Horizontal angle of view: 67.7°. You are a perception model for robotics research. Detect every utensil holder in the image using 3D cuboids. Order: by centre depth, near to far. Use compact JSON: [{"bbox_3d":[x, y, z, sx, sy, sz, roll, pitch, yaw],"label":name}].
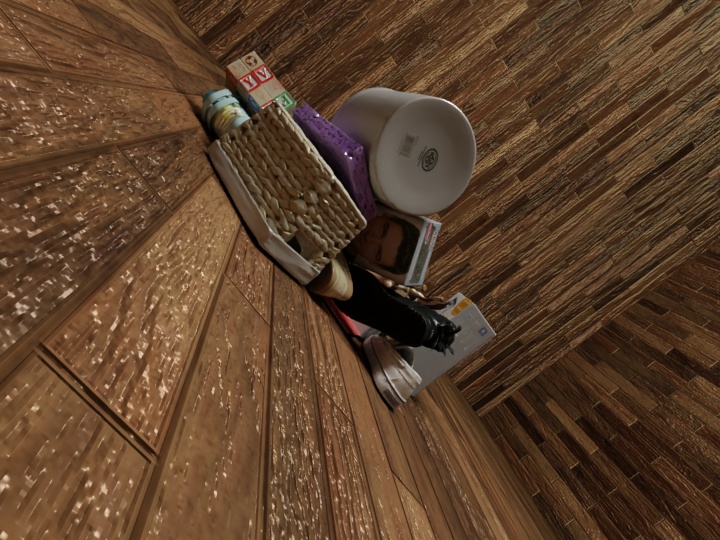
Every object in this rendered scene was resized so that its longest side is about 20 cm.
[{"bbox_3d":[0.058,-0.181,0.805,0.171,0.169,0.200,52,-4,-28],"label":"utensil holder"}]

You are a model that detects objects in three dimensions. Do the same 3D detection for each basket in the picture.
[{"bbox_3d":[-0.096,-0.108,0.723,0.201,0.123,0.136,56,4,33],"label":"basket"}]

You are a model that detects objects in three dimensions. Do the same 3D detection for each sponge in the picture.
[{"bbox_3d":[-0.039,-0.162,0.791,0.200,0.030,0.113,49,-18,47],"label":"sponge"}]

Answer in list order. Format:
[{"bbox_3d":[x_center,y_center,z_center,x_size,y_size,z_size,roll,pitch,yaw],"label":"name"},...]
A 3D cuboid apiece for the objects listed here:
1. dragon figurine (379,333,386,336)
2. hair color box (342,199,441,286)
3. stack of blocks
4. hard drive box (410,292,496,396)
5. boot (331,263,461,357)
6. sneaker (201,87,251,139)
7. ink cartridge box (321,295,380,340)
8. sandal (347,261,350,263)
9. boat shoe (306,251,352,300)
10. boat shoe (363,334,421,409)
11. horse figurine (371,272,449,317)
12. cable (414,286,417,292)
[{"bbox_3d":[0.022,0.078,1.085,0.100,0.059,0.200,55,2,28],"label":"dragon figurine"},{"bbox_3d":[0.017,-0.058,0.838,0.198,0.101,0.060,24,13,32],"label":"hair color box"},{"bbox_3d":[-0.188,-0.276,0.966,0.116,0.058,0.200,50,-23,2],"label":"stack of blocks"},{"bbox_3d":[0.153,0.142,1.071,0.077,0.199,0.156,52,2,-4],"label":"hard drive box"},{"bbox_3d":[0.058,0.064,0.844,0.197,0.074,0.162,31,6,27],"label":"boot"},{"bbox_3d":[-0.209,-0.234,0.845,0.131,0.079,0.200,55,-7,-6],"label":"sneaker"},{"bbox_3d":[-0.041,0.020,0.903,0.201,0.044,0.176,55,2,16],"label":"ink cartridge box"},{"bbox_3d":[-0.001,-0.001,1.024,0.201,0.048,0.075,47,11,15],"label":"sandal"},{"bbox_3d":[-0.066,-0.034,0.814,0.064,0.071,0.202,29,30,-44],"label":"boat shoe"},{"bbox_3d":[0.053,0.141,0.818,0.074,0.065,0.200,52,4,-18],"label":"boat shoe"},{"bbox_3d":[0.079,0.039,0.960,0.131,0.051,0.199,14,-12,44],"label":"horse figurine"},{"bbox_3d":[0.069,0.062,1.280,0.051,0.161,0.202,-61,139,-43],"label":"cable"}]
